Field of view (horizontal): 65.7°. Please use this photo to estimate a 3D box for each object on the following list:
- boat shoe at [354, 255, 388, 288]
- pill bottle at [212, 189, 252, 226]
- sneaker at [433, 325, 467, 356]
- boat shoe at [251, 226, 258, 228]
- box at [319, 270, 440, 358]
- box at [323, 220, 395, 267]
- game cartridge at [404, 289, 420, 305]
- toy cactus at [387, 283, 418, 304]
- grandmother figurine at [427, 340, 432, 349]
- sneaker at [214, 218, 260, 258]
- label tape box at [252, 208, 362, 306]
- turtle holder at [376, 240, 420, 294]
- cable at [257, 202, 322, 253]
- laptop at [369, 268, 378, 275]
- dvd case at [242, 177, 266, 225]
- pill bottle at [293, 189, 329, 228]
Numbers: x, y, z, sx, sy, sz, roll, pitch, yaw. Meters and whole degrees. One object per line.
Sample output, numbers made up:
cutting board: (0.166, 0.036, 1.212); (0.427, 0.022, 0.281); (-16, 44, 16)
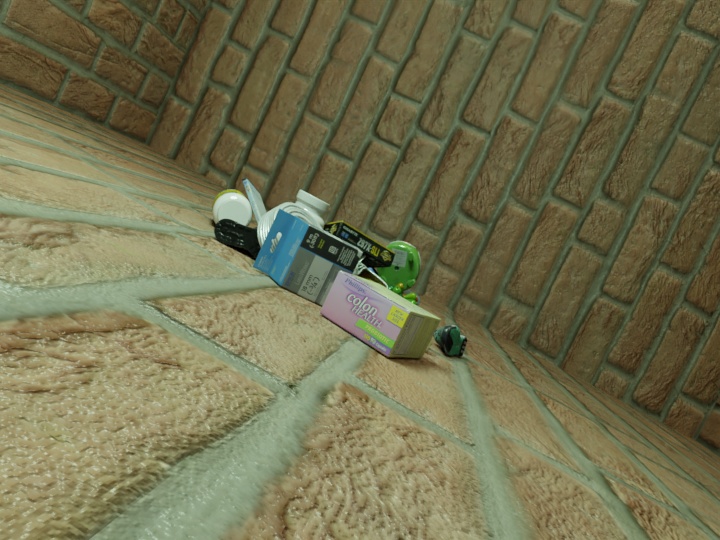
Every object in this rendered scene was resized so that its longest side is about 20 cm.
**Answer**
boat shoe: (-0.002, 0.003, 1.533); (0.201, 0.074, 0.087); (42, -32, 17)
pill bottle: (-0.365, -0.168, 1.586); (0.111, 0.114, 0.200); (25, 4, -19)
sneaker: (0.223, 0.185, 1.494); (0.086, 0.076, 0.200); (18, -12, 26)
boat shoe: (-0.297, -0.115, 1.734); (0.074, 0.063, 0.199); (30, 5, 20)
box: (0.046, 0.095, 1.146); (0.174, 0.098, 0.199); (29, 3, 26)
box: (-0.021, -0.070, 1.585); (0.198, 0.050, 0.159); (29, -14, -27)
game cartridge: (0.108, 0.075, 1.936); (0.197, 0.041, 0.133); (28, -15, -2)
toy cactus: (0.088, 0.081, 1.644); (0.163, 0.104, 0.200); (25, -2, 17)
grandmother figurine: (0.131, 0.144, 1.408); (0.123, 0.060, 0.200); (60, -1, -3)
sneaker: (-0.258, -0.069, 1.379); (0.197, 0.077, 0.088); (28, -2, 0)
label tape box: (-0.115, -0.021, 1.200); (0.197, 0.146, 0.063); (25, 6, -15)
turtle holder: (0.130, -0.002, 1.737); (0.138, 0.189, 0.132); (-17, 11, 21)
cable: (-0.152, -0.062, 1.318); (0.199, 0.068, 0.204); (-7, 73, -59)
laptop: (-0.043, -0.031, 1.671); (0.178, 0.103, 0.200); (51, 2, 14)
dvd case: (-0.284, -0.154, 1.612); (0.143, 0.017, 0.204); (61, 8, -79)
pill bottle: (-0.167, -0.109, 1.526); (0.114, 0.203, 0.116); (26, 4, -2)
